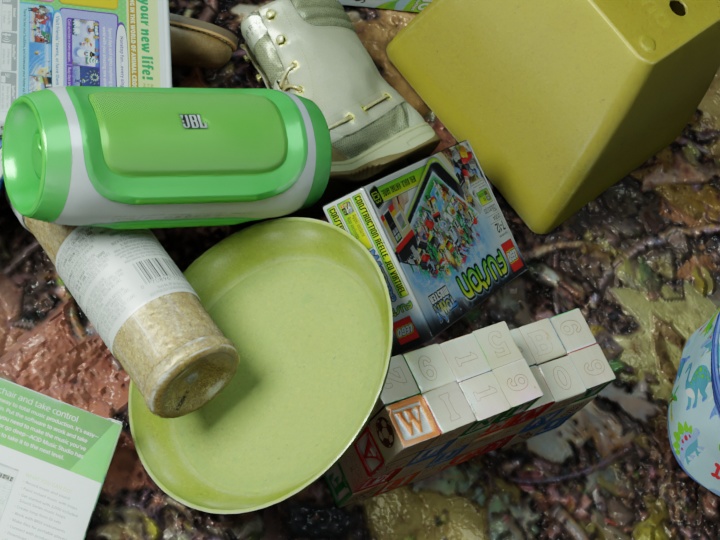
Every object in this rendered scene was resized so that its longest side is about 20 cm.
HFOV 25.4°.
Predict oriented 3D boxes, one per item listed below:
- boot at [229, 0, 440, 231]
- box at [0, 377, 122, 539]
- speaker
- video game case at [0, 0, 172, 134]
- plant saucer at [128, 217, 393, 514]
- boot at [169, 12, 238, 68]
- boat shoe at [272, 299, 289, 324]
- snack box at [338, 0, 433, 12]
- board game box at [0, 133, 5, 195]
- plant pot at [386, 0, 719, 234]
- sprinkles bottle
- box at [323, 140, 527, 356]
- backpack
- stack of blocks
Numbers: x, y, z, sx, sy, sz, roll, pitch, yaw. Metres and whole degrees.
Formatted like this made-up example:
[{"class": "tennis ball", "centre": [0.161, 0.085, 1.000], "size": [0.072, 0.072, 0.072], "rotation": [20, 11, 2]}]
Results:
[{"class": "boot", "centre": [-0.052, -0.119, 1.173], "size": [0.199, 0.072, 0.155], "rotation": [-23, 75, -38]}, {"class": "box", "centre": [-0.239, 0.157, 0.953], "size": [0.143, 0.036, 0.201], "rotation": [23, 57, -12]}, {"class": "speaker", "centre": [-0.120, -0.073, 1.010], "size": [0.199, 0.088, 0.089], "rotation": [-4, 64, -33]}, {"class": "video game case", "centre": [-0.219, -0.178, 1.080], "size": [0.180, 0.022, 0.201], "rotation": [4, 61, -18]}, {"class": "plant saucer", "centre": [-0.060, 0.062, 1.021], "size": [0.031, 0.199, 0.201], "rotation": [39, 41, -50]}, {"class": "boot", "centre": [-0.185, -0.151, 1.142], "size": [0.198, 0.074, 0.076], "rotation": [2, 82, -20]}, {"class": "boat shoe", "centre": [-0.001, 0.000, 1.132], "size": [0.072, 0.066, 0.201], "rotation": [43, 53, 6]}, {"class": "snack box", "centre": [-0.009, -0.268, 1.232], "size": [0.198, 0.142, 0.053], "rotation": [1, 62, -25]}, {"class": "board game box", "centre": [-0.347, -0.045, 1.002], "size": [0.195, 0.056, 0.201], "rotation": [29, 54, -7]}, {"class": "plant pot", "centre": [0.178, -0.187, 1.253], "size": [0.200, 0.177, 0.200], "rotation": [-33, 80, -36]}, {"class": "sprinkles bottle", "centre": [-0.156, 0.002, 1.027], "size": [0.068, 0.069, 0.200], "rotation": [-19, 56, -32]}, {"class": "box", "centre": [0.050, -0.021, 1.117], "size": [0.111, 0.035, 0.200], "rotation": [64, 27, -2]}, {"class": "backpack", "centre": [0.343, 0.095, 1.186], "size": [0.199, 0.147, 0.184], "rotation": [22, 54, -3]}, {"class": "stack of blocks", "centre": [0.075, 0.087, 1.089], "size": [0.199, 0.115, 0.059], "rotation": [-16, 70, -31]}]
